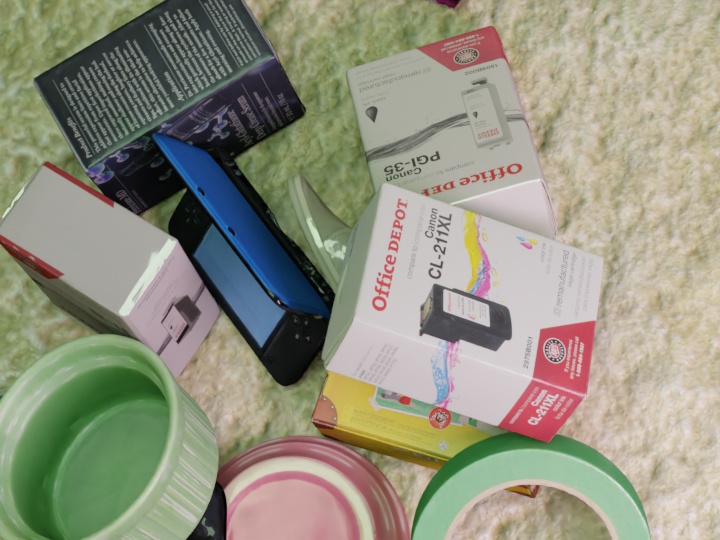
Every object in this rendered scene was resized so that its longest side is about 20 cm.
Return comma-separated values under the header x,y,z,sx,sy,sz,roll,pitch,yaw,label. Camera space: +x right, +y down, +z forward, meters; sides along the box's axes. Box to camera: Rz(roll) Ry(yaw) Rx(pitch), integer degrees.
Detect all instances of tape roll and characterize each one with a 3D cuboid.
x,y,z,sx,sy,sz,roll,pitch,yaw,label
0.141,0.235,1.663,0.200,0.048,0.201,1,105,2,tape roll

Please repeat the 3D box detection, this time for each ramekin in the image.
x,y,z,sx,sy,sz,roll,pitch,yaw,label
-0.218,0.164,1.709,0.200,0.098,0.200,-14,56,22,ramekin

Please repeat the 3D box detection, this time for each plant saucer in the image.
x,y,z,sx,sy,sz,roll,pitch,yaw,label
-0.058,0.240,1.740,0.200,0.051,0.201,-2,75,9,plant saucer

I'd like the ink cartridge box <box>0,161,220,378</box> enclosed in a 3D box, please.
x,y,z,sx,sy,sz,roll,pitch,yaw,label
-0.217,0.003,1.754,0.147,0.200,0.083,31,78,15,ink cartridge box

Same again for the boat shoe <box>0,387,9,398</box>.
x,y,z,sx,sy,sz,roll,pitch,yaw,label
-0.363,0.152,1.803,0.200,0.069,0.072,-14,73,5,boat shoe

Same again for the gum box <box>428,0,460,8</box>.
x,y,z,sx,sy,sz,roll,pitch,yaw,label
0.026,-0.332,1.878,0.200,0.066,0.114,20,78,14,gum box

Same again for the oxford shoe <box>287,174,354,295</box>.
x,y,z,sx,sy,sz,roll,pitch,yaw,label
0.000,0.000,1.705,0.058,0.075,0.200,-33,76,6,oxford shoe

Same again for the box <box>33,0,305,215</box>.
x,y,z,sx,sy,sz,roll,pitch,yaw,label
-0.170,-0.157,1.817,0.200,0.148,0.107,-31,72,0,box

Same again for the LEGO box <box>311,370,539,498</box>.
x,y,z,sx,sy,sz,roll,pitch,yaw,label
0.076,0.095,1.745,0.200,0.077,0.149,16,77,13,LEGO box

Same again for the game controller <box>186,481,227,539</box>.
x,y,z,sx,sy,sz,roll,pitch,yaw,label
-0.205,0.237,1.748,0.200,0.042,0.104,-10,58,24,game controller

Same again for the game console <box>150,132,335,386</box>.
x,y,z,sx,sy,sz,roll,pitch,yaw,label
-0.118,-0.006,1.740,0.118,0.171,0.200,-19,63,-43,game console

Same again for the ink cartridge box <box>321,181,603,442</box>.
x,y,z,sx,sy,sz,roll,pitch,yaw,label
0.084,0.034,1.626,0.200,0.083,0.146,18,54,-9,ink cartridge box

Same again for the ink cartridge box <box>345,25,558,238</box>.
x,y,z,sx,sy,sz,roll,pitch,yaw,label
0.079,-0.104,1.762,0.146,0.083,0.200,-16,49,3,ink cartridge box
